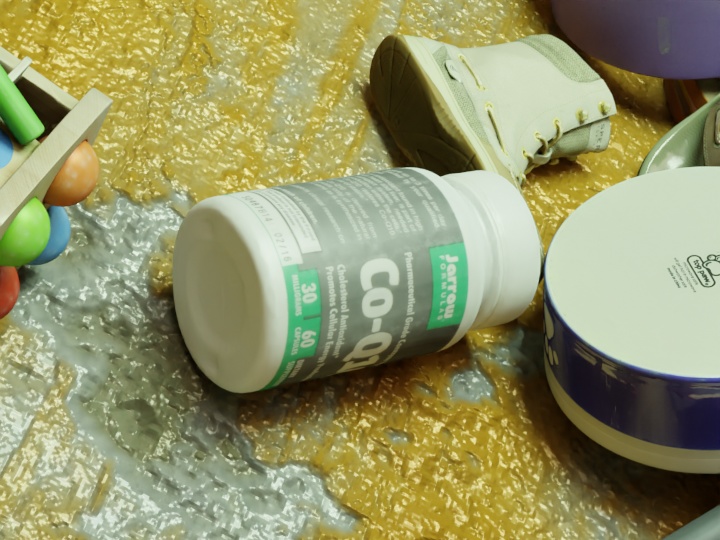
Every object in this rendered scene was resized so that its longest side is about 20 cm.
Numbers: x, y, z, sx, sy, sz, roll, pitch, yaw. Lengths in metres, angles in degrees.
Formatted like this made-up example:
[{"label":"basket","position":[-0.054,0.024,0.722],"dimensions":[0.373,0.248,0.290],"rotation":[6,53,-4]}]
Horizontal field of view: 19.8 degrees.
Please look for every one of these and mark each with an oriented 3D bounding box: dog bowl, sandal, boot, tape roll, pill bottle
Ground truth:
[{"label":"dog bowl","position":[0.211,0.026,1.262],"dimensions":[0.199,0.079,0.201],"rotation":[-4,41,4]},{"label":"sandal","position":[0.263,-0.092,1.403],"dimensions":[0.201,0.057,0.080],"rotation":[-44,84,-3]},{"label":"boot","position":[0.109,-0.075,1.353],"dimensions":[0.154,0.072,0.201],"rotation":[-7,59,-35]},{"label":"tape roll","position":[0.234,-0.230,1.474],"dimensions":[0.199,0.085,0.201],"rotation":[-3,44,3]},{"label":"pill bottle","position":[0.000,0.000,1.203],"dimensions":[0.199,0.113,0.113],"rotation":[-11,61,-34]}]

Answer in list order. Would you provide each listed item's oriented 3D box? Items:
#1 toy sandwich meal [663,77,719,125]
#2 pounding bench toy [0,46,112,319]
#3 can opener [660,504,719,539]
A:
[{"label":"toy sandwich meal","position":[0.318,-0.119,1.509],"dimensions":[0.204,0.070,0.206],"rotation":[17,49,-21]},{"label":"pounding bench toy","position":[-0.215,-0.077,1.084],"dimensions":[0.156,0.200,0.124],"rotation":[34,46,0]},{"label":"can opener","position":[0.264,0.138,1.213],"dimensions":[0.199,0.066,0.053],"rotation":[-28,95,-1]}]
